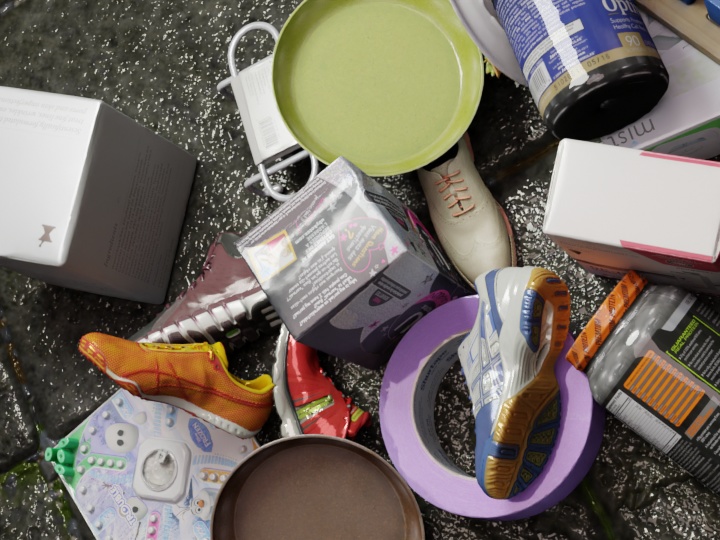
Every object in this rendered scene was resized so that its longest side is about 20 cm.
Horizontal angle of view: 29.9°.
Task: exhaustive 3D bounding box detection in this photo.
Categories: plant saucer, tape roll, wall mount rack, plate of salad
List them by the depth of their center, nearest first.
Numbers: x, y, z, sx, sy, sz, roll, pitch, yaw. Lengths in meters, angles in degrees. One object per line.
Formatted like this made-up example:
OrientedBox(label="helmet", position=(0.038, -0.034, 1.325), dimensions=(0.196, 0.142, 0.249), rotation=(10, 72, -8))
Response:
OrientedBox(label="tape roll", position=(0.120, 0.126, 1.235), dimensions=(0.198, 0.066, 0.202), rotation=(-5, 77, 20))
OrientedBox(label="plant saucer", position=(-0.039, 0.241, 1.247), dimensions=(0.198, 0.035, 0.202), rotation=(1, 103, 6))
OrientedBox(label="plate of salad", position=(0.123, -0.260, 1.258), dimensions=(0.048, 0.199, 0.202), rotation=(-24, 69, 37))
OrientedBox(label="plant saucer", position=(0.015, -0.181, 1.267), dimensions=(0.198, 0.031, 0.202), rotation=(0, 77, 1))
OrientedBox(label="wall mount rack", position=(-0.052, -0.166, 1.368), dimensions=(0.173, 0.074, 0.201), rotation=(-23, 71, 19))

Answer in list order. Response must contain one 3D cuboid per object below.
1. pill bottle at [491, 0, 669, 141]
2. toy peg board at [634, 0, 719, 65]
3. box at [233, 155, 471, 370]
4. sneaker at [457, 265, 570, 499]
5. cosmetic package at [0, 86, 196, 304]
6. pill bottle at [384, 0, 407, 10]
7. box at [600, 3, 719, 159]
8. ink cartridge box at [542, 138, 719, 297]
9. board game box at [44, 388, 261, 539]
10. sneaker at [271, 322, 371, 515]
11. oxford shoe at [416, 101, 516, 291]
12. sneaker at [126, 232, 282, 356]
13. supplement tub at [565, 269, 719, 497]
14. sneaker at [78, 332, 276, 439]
OrientedBox(label="pill bottle", position=(0.177, -0.222, 1.162), dimensions=(0.111, 0.112, 0.201), rotation=(-25, 69, 14))
OrientedBox(label="toy peg board", position=(0.333, -0.286, 1.128), dimensions=(0.200, 0.098, 0.199), rotation=(42, 92, 25))
OrientedBox(label="box", position=(0.000, 0.000, 1.236), dimensions=(0.132, 0.200, 0.115), rotation=(-38, 69, 9))
OrientedBox(label="sneaker", position=(0.125, 0.096, 1.177), dimensions=(0.088, 0.075, 0.202), rotation=(7, 83, 47))
OrientedBox(label="cosmetic package", position=(-0.296, -0.074, 1.368), dimensions=(0.164, 0.200, 0.166), rotation=(9, 81, 22))
OrientedBox(label="pill bottle", position=(0.071, -0.351, 1.337), dimensions=(0.113, 0.113, 0.201), rotation=(35, 92, 24))
OrientedBox(label="box", position=(0.296, -0.196, 1.224), dimensions=(0.199, 0.097, 0.178), rotation=(-22, 69, 14))
OrientedBox(label="ink cartridge box", position=(0.252, -0.039, 1.147), dimensions=(0.145, 0.200, 0.083), rotation=(11, 84, 23))
OrientedBox(label="board game box", position=(-0.204, 0.201, 1.365), dimensions=(0.200, 0.026, 0.200), rotation=(-41, 67, 8))
OrientedBox(label="sneaker", position=(-0.032, 0.134, 1.295), dimensions=(0.084, 0.077, 0.202), rotation=(-10, 85, 14))
OrientedBox(label="oxford shoe", position=(0.089, -0.069, 1.286), dimensions=(0.070, 0.074, 0.201), rotation=(-28, 69, 13))
OrientedBox(label="sneaker", position=(-0.159, 0.030, 1.358), dimensions=(0.199, 0.076, 0.116), rotation=(-22, 53, -2))
OrientedBox(label="supplement tub", position=(0.278, 0.096, 1.129), dimensions=(0.200, 0.123, 0.123), rotation=(38, 93, 12))
OrientedBox(label="sneaker", position=(-0.173, 0.093, 1.286), dimensions=(0.078, 0.199, 0.073), rotation=(-65, 25, 4))
